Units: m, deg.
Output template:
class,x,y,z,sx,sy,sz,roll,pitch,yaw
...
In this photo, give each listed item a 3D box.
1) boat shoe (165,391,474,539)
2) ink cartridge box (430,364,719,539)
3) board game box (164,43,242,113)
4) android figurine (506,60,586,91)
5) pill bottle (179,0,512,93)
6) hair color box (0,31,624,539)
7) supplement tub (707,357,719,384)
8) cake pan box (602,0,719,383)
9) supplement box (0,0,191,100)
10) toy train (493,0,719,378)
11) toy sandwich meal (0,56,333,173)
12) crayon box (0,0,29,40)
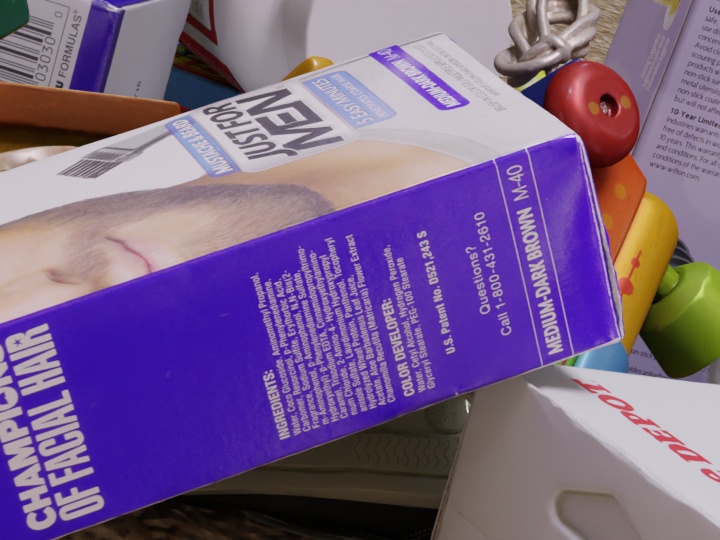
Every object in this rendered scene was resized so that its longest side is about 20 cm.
class,x,y,z,sx,sy,sz,roll,pitch,yaw
boat shoe,-0.041,0.043,0.734,0.200,0.072,0.068,10,-25,5
ink cartridge box,0.134,0.093,0.658,0.200,0.083,0.146,8,16,-30
board game box,-0.018,-0.058,1.143,0.200,0.056,0.196,21,14,18
android figurine,0.150,-0.019,1.100,0.200,0.041,0.182,42,21,18
pill bottle,-0.019,-0.120,1.027,0.112,0.112,0.200,9,16,-26
hair color box,-0.047,0.006,0.654,0.200,0.065,0.109,-20,23,-10
supplement tub,0.227,0.047,0.866,0.200,0.123,0.123,6,17,-35
cake pan box,0.170,-0.022,0.924,0.200,0.184,0.052,13,15,-25
supplement box,-0.180,-0.086,0.968,0.200,0.101,0.103,19,14,9
toy train,0.083,-0.014,0.824,0.116,0.085,0.200,41,52,-17
toy sandwich meal,-0.098,-0.036,0.812,0.205,0.070,0.205,-3,-5,0
crayon box,-0.226,-0.071,0.756,0.200,0.058,0.173,-4,16,18
